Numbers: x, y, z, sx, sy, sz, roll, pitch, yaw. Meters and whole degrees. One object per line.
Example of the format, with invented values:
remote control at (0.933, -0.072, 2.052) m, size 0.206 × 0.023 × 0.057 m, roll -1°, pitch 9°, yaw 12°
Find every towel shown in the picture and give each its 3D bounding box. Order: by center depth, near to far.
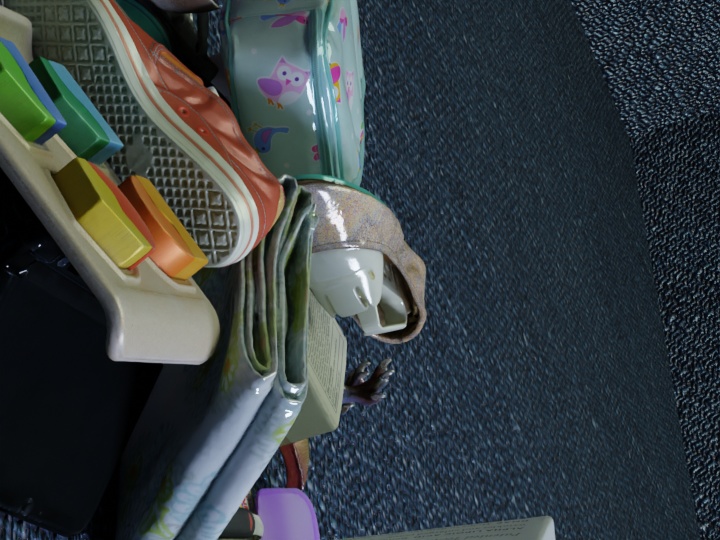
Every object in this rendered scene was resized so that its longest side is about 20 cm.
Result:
towel at (-0.083, 0.065, 1.383) m, size 0.048 × 0.200 × 0.172 m, roll 21°, pitch 38°, yaw -15°

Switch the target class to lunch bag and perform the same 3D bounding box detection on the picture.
lunch bag at (-0.037, -0.121, 1.626) m, size 0.200 × 0.077 × 0.161 m, roll -85°, pitch 167°, yaw -57°

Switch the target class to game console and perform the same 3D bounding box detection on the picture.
game console at (-0.174, 0.017, 1.284) m, size 0.176 × 0.116 × 0.200 m, roll 58°, pitch 6°, yaw 22°

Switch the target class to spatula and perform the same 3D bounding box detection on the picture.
spatula at (-0.066, 0.151, 1.527) m, size 0.200 × 0.020 × 0.057 m, roll 27°, pitch 54°, yaw -70°

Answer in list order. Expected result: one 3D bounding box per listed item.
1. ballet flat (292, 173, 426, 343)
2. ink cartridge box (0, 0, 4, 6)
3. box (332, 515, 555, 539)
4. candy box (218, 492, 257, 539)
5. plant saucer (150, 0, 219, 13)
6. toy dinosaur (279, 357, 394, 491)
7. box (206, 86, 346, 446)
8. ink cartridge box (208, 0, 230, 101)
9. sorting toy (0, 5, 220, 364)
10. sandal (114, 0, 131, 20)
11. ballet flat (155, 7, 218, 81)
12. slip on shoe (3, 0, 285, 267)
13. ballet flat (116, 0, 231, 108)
ballet flat at (0.000, 0.000, 1.547) m, size 0.200 × 0.068 × 0.068 m, roll 36°, pitch 45°, yaw -64°
ink cartridge box at (-0.206, -0.122, 1.385) m, size 0.200 × 0.050 × 0.161 m, roll 79°, pitch 2°, yaw -57°
box at (0.017, 0.252, 1.411) m, size 0.131 × 0.199 × 0.200 m, roll -37°, pitch 119°, yaw -76°
candy box at (-0.104, 0.083, 1.554) m, size 0.102 × 0.026 × 0.201 m, roll 29°, pitch 46°, yaw -73°
plant saucer at (-0.161, -0.226, 1.558) m, size 0.200 × 0.032 × 0.200 m, roll 48°, pitch 3°, yaw -4°
toy dinosaur at (-0.068, 0.035, 1.655) m, size 0.181 × 0.201 × 0.105 m, roll 29°, pitch 0°, yaw -14°
box at (-0.083, 0.003, 1.518) m, size 0.095 × 0.077 × 0.200 m, roll -82°, pitch 150°, yaw -56°
ink cartridge box at (-0.082, -0.089, 1.770) m, size 0.117 × 0.067 × 0.201 m, roll -21°, pitch 95°, yaw -77°
sorting toy at (-0.134, -0.048, 1.222) m, size 0.200 × 0.036 × 0.185 m, roll 58°, pitch 7°, yaw 8°
sandal at (-0.177, -0.206, 1.446) m, size 0.200 × 0.055 × 0.082 m, roll 56°, pitch -13°, yaw -4°
ballet flat at (-0.140, -0.208, 1.685) m, size 0.071 × 0.070 × 0.201 m, roll -11°, pitch 84°, yaw -77°
slip on shoe at (-0.114, -0.087, 1.333) m, size 0.200 × 0.074 × 0.061 m, roll 48°, pitch 34°, yaw 11°
ballet flat at (-0.139, -0.125, 1.606) m, size 0.200 × 0.073 × 0.073 m, roll 48°, pitch 27°, yaw -48°
